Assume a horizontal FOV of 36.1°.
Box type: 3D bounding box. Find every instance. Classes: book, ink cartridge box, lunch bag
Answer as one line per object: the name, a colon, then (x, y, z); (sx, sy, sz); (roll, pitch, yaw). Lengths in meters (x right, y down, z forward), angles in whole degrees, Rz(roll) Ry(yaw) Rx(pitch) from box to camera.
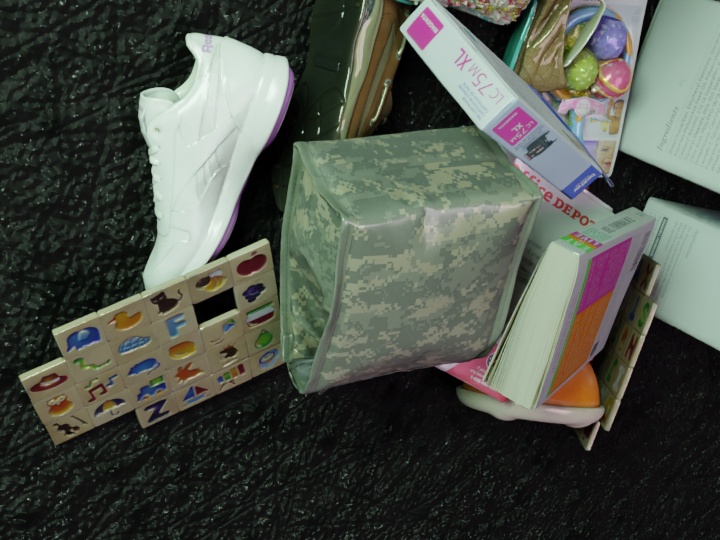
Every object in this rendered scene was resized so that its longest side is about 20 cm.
book: (0.185, 0.024, 0.924); (0.200, 0.048, 0.134); (-18, 131, -58)
ink cartridge box: (0.112, -0.007, 0.987); (0.145, 0.084, 0.200); (29, 94, -28)
lunch bag: (0.027, 0.001, 0.839); (0.163, 0.118, 0.201); (-9, 132, -23)
ink cartridge box: (0.119, -0.124, 0.857); (0.042, 0.120, 0.200); (-44, 147, 18)

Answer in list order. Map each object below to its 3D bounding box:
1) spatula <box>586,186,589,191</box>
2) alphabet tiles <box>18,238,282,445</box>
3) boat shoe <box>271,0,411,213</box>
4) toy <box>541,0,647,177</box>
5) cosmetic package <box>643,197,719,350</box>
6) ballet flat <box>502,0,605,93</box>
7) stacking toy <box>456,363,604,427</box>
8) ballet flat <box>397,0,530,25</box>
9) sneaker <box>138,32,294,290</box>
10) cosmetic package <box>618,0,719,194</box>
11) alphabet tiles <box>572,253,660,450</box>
spatula: (0.221, -0.065, 1.108); (0.056, 0.021, 0.201); (-26, 126, -24)
alphabet tiles: (-0.152, 0.066, 0.844); (0.199, 0.008, 0.167); (-24, 147, -15)
boat shoe: (-0.007, -0.132, 0.855); (0.074, 0.076, 0.201); (5, 111, -43)
toy: (0.212, -0.174, 1.010); (0.115, 0.047, 0.201); (-4, 117, -24)
cosmetic package: (0.422, 0.017, 1.189); (0.199, 0.200, 0.123); (5, 110, -42)
ballet flat: (0.177, -0.244, 0.936); (0.072, 0.068, 0.201); (10, 108, -8)
stacking toy: (0.176, 0.046, 1.087); (0.146, 0.146, 0.201); (8, 89, -41)
ballet flat: (0.075, -0.238, 0.850); (0.064, 0.076, 0.200); (-36, 163, 34)
sneaker: (-0.127, -0.078, 0.804); (0.099, 0.075, 0.201); (21, 103, -18)
cosmetic package: (0.381, -0.154, 1.066); (0.164, 0.200, 0.166); (9, 108, -41)
alphabet tiles: (0.258, 0.078, 1.134); (0.006, 0.166, 0.201); (18, 100, -4)
